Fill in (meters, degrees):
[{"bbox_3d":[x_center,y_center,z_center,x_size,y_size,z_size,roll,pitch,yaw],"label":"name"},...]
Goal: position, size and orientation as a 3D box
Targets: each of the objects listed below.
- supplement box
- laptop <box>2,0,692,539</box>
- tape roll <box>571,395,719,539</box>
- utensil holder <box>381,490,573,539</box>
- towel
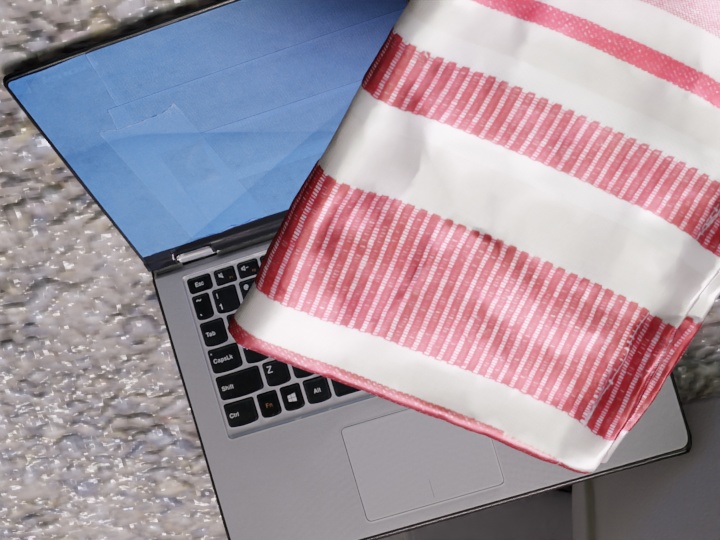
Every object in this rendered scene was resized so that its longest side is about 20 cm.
[{"bbox_3d":[0.115,-0.089,0.707,0.199,0.061,0.109,-7,122,-3],"label":"supplement box"},{"bbox_3d":[0.000,0.000,0.796,0.186,0.201,0.116,-17,178,13],"label":"laptop"},{"bbox_3d":[0.185,0.150,0.870,0.202,0.140,0.203,1,150,0],"label":"tape roll"},{"bbox_3d":[0.075,0.181,1.023,0.199,0.171,0.170,13,140,-23],"label":"utensil holder"},{"bbox_3d":[0.063,-0.030,0.690,0.144,0.023,0.200,22,118,-18],"label":"towel"}]
